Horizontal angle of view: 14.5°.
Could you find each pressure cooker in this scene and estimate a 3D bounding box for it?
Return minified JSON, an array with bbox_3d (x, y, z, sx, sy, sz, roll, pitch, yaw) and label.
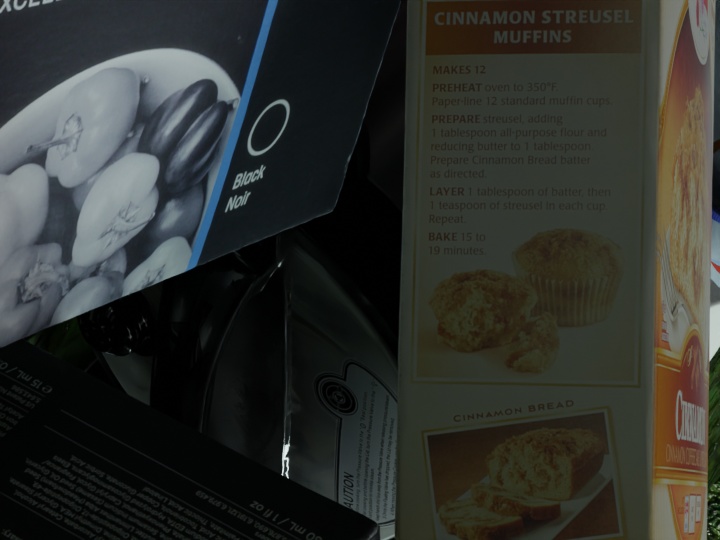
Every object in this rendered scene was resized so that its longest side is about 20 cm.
[{"bbox_3d":[-0.002,-0.001,0.960,0.178,0.176,0.200,-11,-154,51],"label":"pressure cooker"}]

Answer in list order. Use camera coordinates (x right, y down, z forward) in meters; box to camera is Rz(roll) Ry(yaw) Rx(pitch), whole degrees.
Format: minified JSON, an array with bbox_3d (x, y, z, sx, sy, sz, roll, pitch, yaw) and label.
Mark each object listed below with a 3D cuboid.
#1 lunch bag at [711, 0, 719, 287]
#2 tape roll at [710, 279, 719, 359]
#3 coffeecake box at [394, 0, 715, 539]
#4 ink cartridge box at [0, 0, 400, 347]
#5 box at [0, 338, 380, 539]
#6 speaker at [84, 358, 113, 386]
[{"bbox_3d":[0.158,-0.082,1.203,0.124,0.170,0.200,-36,158,-44],"label":"lunch bag"},{"bbox_3d":[0.037,0.034,1.173,0.202,0.139,0.203,-39,165,-12],"label":"tape roll"},{"bbox_3d":[0.059,-0.006,0.798,0.153,0.073,0.201,20,71,-77],"label":"coffeecake box"},{"bbox_3d":[-0.052,-0.083,0.730,0.198,0.043,0.201,-23,137,-49],"label":"ink cartridge box"},{"bbox_3d":[-0.112,0.094,0.743,0.141,0.199,0.079,-43,145,-34],"label":"box"},{"bbox_3d":[-0.056,0.118,1.111,0.081,0.081,0.201,-44,139,-34],"label":"speaker"}]
